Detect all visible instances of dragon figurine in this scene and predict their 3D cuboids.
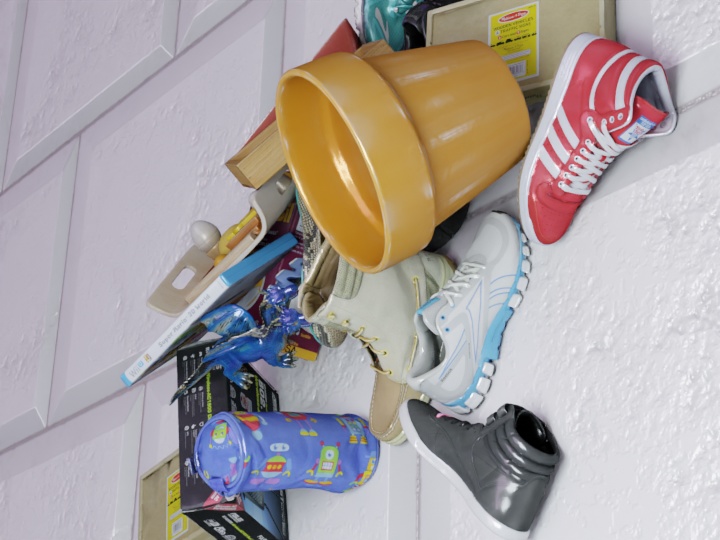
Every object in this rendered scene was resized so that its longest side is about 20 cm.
[{"bbox_3d":[-0.130,0.073,1.573,0.200,0.099,0.059,-19,55,18],"label":"dragon figurine"}]

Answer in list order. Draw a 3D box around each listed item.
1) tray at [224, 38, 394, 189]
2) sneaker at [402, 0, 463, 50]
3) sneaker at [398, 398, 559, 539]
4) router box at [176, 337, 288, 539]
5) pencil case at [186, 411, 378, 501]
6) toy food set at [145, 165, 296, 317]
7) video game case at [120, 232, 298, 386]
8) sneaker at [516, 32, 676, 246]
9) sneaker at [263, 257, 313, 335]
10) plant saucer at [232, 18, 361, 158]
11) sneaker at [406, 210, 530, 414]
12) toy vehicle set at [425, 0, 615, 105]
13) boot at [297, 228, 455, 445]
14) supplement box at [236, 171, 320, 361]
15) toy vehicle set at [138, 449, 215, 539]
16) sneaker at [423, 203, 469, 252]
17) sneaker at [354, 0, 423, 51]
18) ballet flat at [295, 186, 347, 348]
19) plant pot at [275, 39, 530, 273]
[{"bbox_3d":[-0.050,-0.162,1.597,0.200,0.037,0.099,-41,11,-6],"label":"tray"},{"bbox_3d":[0.094,-0.270,1.618,0.076,0.087,0.200,17,88,57],"label":"sneaker"},{"bbox_3d":[0.114,0.152,1.405,0.099,0.071,0.200,-60,41,13],"label":"sneaker"},{"bbox_3d":[-0.139,0.195,1.660,0.062,0.150,0.200,-15,56,15],"label":"router box"},{"bbox_3d":[-0.074,0.186,1.537,0.078,0.200,0.087,7,91,46],"label":"pencil case"},{"bbox_3d":[-0.143,-0.046,1.652,0.200,0.060,0.144,-43,8,33],"label":"toy food set"},{"bbox_3d":[-0.164,0.042,1.652,0.018,0.143,0.200,49,124,3],"label":"video game case"},{"bbox_3d":[0.215,-0.107,1.383,0.112,0.071,0.201,27,108,45],"label":"sneaker"},{"bbox_3d":[-0.001,0.001,1.640,0.115,0.081,0.200,38,88,27],"label":"sneaker"},{"bbox_3d":[-0.059,-0.189,1.739,0.200,0.037,0.200,-51,-2,5],"label":"plant saucer"},{"bbox_3d":[0.098,0.033,1.467,0.075,0.087,0.200,7,79,57],"label":"sneaker"},{"bbox_3d":[0.155,-0.222,1.507,0.200,0.027,0.125,-11,63,32],"label":"toy vehicle set"},{"bbox_3d":[0.005,0.067,1.517,0.072,0.154,0.201,14,90,53],"label":"boot"},{"bbox_3d":[-0.082,-0.008,1.743,0.110,0.086,0.200,10,82,56],"label":"supplement box"},{"bbox_3d":[-0.207,0.273,1.808,0.200,0.026,0.125,-37,47,47],"label":"toy vehicle set"},{"bbox_3d":[0.071,-0.099,1.593,0.201,0.076,0.115,-48,31,14],"label":"sneaker"},{"bbox_3d":[0.053,-0.331,1.726,0.080,0.077,0.200,20,93,44],"label":"sneaker"},{"bbox_3d":[-0.026,-0.024,1.570,0.075,0.068,0.200,-26,60,40],"label":"ballet flat"},{"bbox_3d":[0.048,-0.124,1.412,0.200,0.183,0.200,51,157,33],"label":"plant pot"}]
